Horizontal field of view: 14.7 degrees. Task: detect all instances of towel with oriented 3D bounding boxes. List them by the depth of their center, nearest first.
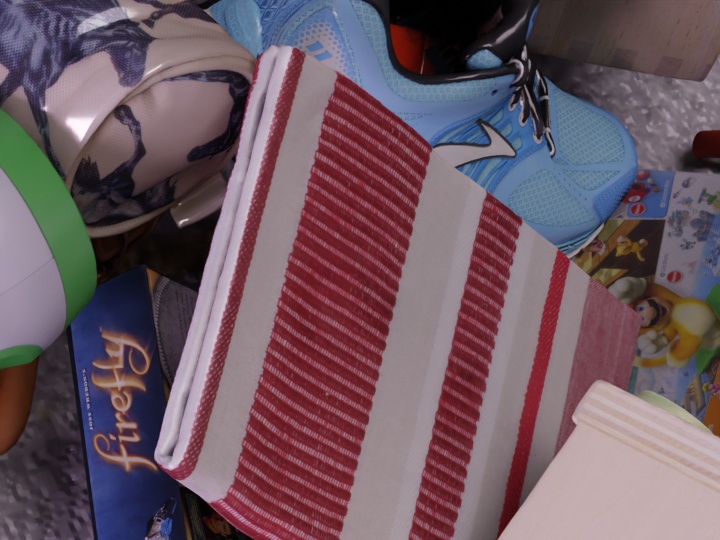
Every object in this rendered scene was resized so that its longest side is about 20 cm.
[{"bbox_3d":[0.017,0.037,0.863,0.200,0.023,0.144,37,57,-43],"label":"towel"}]

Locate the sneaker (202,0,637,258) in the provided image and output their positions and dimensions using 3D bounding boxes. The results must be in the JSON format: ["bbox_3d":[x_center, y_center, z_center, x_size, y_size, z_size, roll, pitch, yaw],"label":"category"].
[{"bbox_3d":[0.037,-0.056,0.935,0.200,0.090,0.078,16,46,-48],"label":"sneaker"}]

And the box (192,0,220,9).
[{"bbox_3d":[-0.043,-0.200,0.993,0.115,0.132,0.200,27,56,-15],"label":"box"}]

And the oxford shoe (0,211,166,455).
[{"bbox_3d":[-0.096,-0.020,0.917,0.071,0.071,0.200,24,56,-19],"label":"oxford shoe"}]

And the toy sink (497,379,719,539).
[{"bbox_3d":[0.112,0.115,0.842,0.200,0.112,0.130,-55,131,-7],"label":"toy sink"}]

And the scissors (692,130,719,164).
[{"bbox_3d":[0.194,-0.036,1.005,0.073,0.200,0.014,13,90,-25],"label":"scissors"}]

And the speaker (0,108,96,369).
[{"bbox_3d":[-0.174,0.030,0.781,0.200,0.088,0.088,-34,84,-26],"label":"speaker"}]

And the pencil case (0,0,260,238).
[{"bbox_3d":[-0.117,-0.094,0.864,0.078,0.089,0.200,-45,70,1],"label":"pencil case"}]

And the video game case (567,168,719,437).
[{"bbox_3d":[0.138,0.027,0.965,0.200,0.018,0.143,6,54,22],"label":"video game case"}]

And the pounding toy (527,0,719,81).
[{"bbox_3d":[0.077,-0.171,0.953,0.142,0.184,0.200,10,58,-7],"label":"pounding toy"}]

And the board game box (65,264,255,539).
[{"bbox_3d":[-0.026,0.111,0.860,0.135,0.035,0.200,29,44,-52],"label":"board game box"}]
